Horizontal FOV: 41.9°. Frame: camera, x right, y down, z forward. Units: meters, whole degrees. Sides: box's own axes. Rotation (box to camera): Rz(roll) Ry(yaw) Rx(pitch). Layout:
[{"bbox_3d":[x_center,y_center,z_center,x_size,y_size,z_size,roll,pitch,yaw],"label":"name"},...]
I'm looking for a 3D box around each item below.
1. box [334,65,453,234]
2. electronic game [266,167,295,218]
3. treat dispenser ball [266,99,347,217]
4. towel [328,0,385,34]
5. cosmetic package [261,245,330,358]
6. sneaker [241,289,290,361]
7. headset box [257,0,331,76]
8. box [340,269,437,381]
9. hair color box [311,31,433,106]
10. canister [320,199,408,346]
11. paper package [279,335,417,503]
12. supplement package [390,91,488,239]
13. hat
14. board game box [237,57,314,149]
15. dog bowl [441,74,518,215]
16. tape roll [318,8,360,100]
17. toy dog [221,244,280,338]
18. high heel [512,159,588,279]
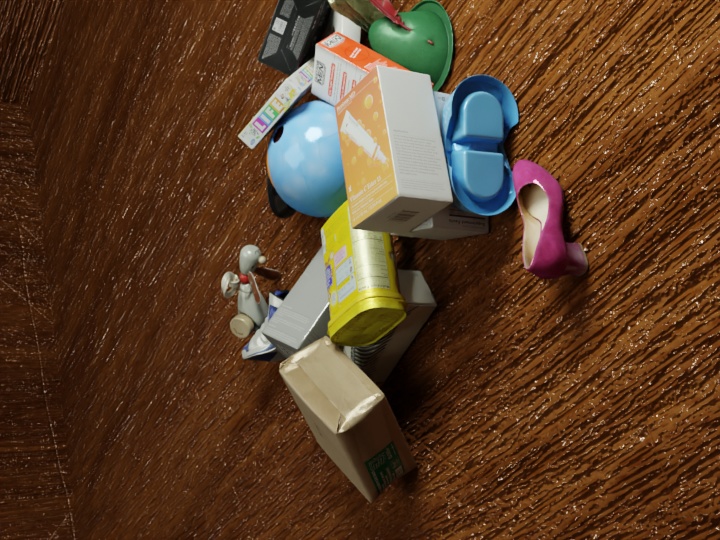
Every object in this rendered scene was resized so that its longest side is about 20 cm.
[{"bbox_3d":[0.045,-0.170,1.348,0.124,0.097,0.201,-33,59,52],"label":"box"},{"bbox_3d":[-0.133,-0.198,1.783,0.041,0.200,0.202,10,98,14],"label":"electronic game"},{"bbox_3d":[-0.064,-0.193,1.630,0.200,0.200,0.203,-8,81,57],"label":"treat dispenser ball"},{"bbox_3d":[-0.005,-0.483,1.580,0.036,0.200,0.150,-5,82,30],"label":"towel"},{"bbox_3d":[-0.065,0.062,1.619,0.107,0.090,0.200,21,66,45],"label":"cosmetic package"},{"bbox_3d":[-0.160,0.104,1.883,0.199,0.080,0.116,-34,56,44],"label":"sneaker"},{"bbox_3d":[-0.108,-0.453,1.721,0.200,0.077,0.150,-64,-1,-67],"label":"headset box"},{"bbox_3d":[0.044,0.094,1.558,0.201,0.068,0.082,-61,40,36],"label":"box"},{"bbox_3d":[0.016,-0.298,1.538,0.199,0.061,0.102,33,140,20],"label":"hair color box"},{"bbox_3d":[0.000,0.000,1.498,0.148,0.086,0.201,-43,47,49],"label":"canister"},{"bbox_3d":[-0.019,0.238,1.510,0.191,0.103,0.201,41,160,46],"label":"paper package"},{"bbox_3d":[0.119,-0.153,1.422,0.113,0.109,0.202,-6,82,57],"label":"supplement package"},{"bbox_3d":[0.030,-0.377,1.518,0.166,0.175,0.201,-55,44,37],"label":"hat"},{"bbox_3d":[-0.134,-0.296,1.647,0.134,0.034,0.200,-45,9,23],"label":"board game box"},{"bbox_3d":[0.167,-0.176,1.352,0.050,0.111,0.202,169,102,-66],"label":"dog bowl"},{"bbox_3d":[-0.040,-0.385,1.704,0.203,0.037,0.204,-174,90,-77],"label":"tape roll"},{"bbox_3d":[-0.207,0.055,1.930,0.201,0.096,0.132,86,-157,-48],"label":"toy dog"},{"bbox_3d":[0.226,-0.073,1.258,0.067,0.095,0.201,-48,49,45],"label":"high heel"}]
